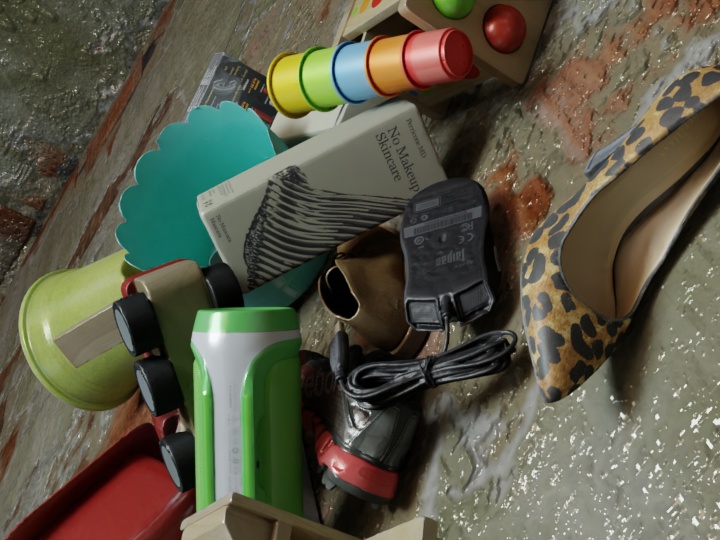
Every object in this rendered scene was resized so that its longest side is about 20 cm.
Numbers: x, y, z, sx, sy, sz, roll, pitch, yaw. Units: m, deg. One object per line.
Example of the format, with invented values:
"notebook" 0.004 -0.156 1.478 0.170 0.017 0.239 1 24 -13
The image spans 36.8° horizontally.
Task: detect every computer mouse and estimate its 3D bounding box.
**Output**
"computer mouse" 0.043 0.022 0.800 0.139 0.046 0.201 -20 42 15

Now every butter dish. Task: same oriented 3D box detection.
"butter dish" -0.174 0.262 0.906 0.146 0.202 0.199 5 29 31

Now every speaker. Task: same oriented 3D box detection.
"speaker" -0.082 0.129 0.798 0.088 0.088 0.203 -2 89 64

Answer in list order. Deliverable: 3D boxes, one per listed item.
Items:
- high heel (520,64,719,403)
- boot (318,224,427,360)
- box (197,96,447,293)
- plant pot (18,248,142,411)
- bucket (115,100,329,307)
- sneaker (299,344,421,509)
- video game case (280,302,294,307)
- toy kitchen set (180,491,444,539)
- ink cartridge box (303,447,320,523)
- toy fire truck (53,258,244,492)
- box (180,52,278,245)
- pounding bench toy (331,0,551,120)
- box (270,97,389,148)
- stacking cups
"high heel" 0.160 -0.026 0.612 0.142 0.071 0.201 -38 25 57
"boot" 0.000 0.000 0.927 0.074 0.075 0.200 -58 22 16
"box" -0.032 -0.065 0.913 0.199 0.083 0.068 -28 19 -3
"plant pot" -0.306 0.056 1.404 0.183 0.200 0.202 -29 39 34
"bucket" -0.133 -0.057 1.112 0.205 0.135 0.209 -17 56 27
"sneaker" -0.007 0.098 0.845 0.099 0.070 0.200 -61 25 7
"video game case" -0.123 0.099 1.153 0.142 0.019 0.202 -28 41 53
"toy kitchen set" -0.034 0.244 0.629 0.200 0.162 0.182 -36 35 47
"ink cartridge box" -0.078 0.207 0.928 0.095 0.037 0.200 -55 22 18
"toy fire truck" -0.171 0.085 0.918 0.200 0.128 0.178 8 117 65
"box" -0.139 -0.122 1.242 0.202 0.157 0.050 -65 23 -2
"pounding bench toy" 0.047 -0.244 0.923 0.156 0.199 0.125 -12 54 62
"box" -0.023 -0.150 1.124 0.199 0.082 0.069 5 69 64
"stacking cups" 0.003 -0.165 0.897 0.199 0.060 0.061 0 65 48
